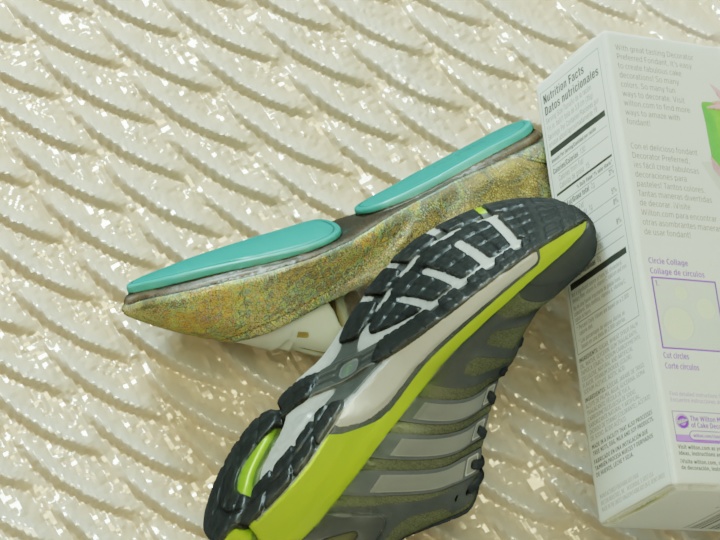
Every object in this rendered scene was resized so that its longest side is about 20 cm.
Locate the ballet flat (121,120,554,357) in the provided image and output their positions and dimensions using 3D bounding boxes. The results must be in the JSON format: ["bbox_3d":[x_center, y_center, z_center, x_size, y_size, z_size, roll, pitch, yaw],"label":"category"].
[{"bbox_3d":[0.000,0.000,1.151,0.200,0.071,0.071,-23,71,-10],"label":"ballet flat"}]

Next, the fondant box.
[{"bbox_3d":[0.160,0.007,1.130,0.144,0.058,0.200,5,67,-28],"label":"fondant box"}]

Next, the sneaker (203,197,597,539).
[{"bbox_3d":[0.027,0.053,1.108,0.200,0.074,0.081,-46,117,3],"label":"sneaker"}]
